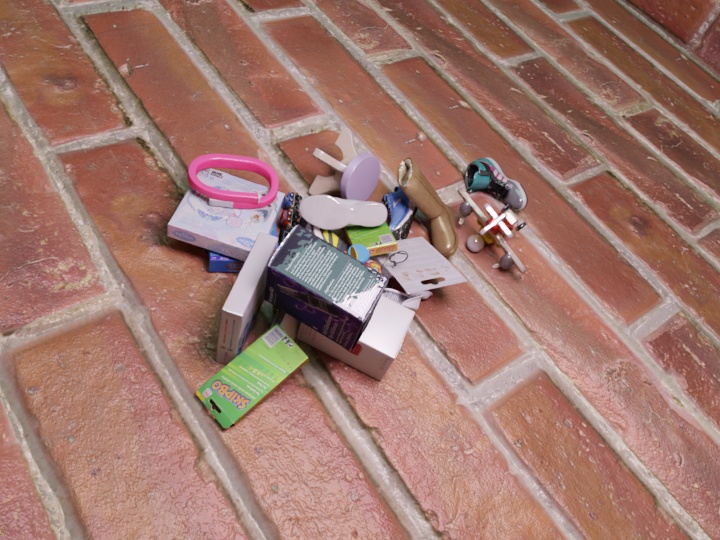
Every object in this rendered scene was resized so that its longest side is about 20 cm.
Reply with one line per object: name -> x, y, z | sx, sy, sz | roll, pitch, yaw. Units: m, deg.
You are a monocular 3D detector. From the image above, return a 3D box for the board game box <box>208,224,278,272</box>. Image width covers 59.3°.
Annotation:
board game box -> -0.264, -0.087, 1.411 | 0.151, 0.045, 0.201 | 1, 52, -18

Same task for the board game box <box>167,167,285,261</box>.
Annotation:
board game box -> -0.286, -0.122, 1.372 | 0.199, 0.044, 0.200 | 19, 47, -3

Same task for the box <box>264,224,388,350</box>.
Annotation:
box -> -0.067, 0.034, 1.159 | 0.199, 0.148, 0.105 | 29, 61, 6

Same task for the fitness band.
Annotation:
fitness band -> -0.278, -0.199, 1.387 | 0.198, 0.038, 0.144 | 5, 49, -18

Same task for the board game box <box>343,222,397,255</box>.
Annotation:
board game box -> 0.014, -0.094, 1.463 | 0.095, 0.030, 0.200 | -11, 35, -8

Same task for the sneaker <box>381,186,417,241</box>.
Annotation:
sneaker -> 0.088, -0.141, 1.566 | 0.088, 0.079, 0.201 | 16, 43, 8

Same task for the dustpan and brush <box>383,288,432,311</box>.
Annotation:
dustpan and brush -> 0.098, 0.061, 1.396 | 0.199, 0.139, 0.058 | 15, 80, -48

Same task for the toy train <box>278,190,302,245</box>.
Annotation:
toy train -> -0.165, -0.116, 1.464 | 0.045, 0.034, 0.201 | 15, 44, -13

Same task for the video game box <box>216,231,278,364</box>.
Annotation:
video game box -> -0.220, 0.056, 1.224 | 0.046, 0.183, 0.201 | 18, 49, 0

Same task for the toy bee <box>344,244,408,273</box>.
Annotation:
toy bee -> 0.000, 0.000, 1.311 | 0.198, 0.131, 0.109 | -10, 51, 8

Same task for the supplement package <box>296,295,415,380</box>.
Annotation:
supplement package -> -0.011, 0.112, 1.285 | 0.199, 0.122, 0.120 | 26, 56, 3

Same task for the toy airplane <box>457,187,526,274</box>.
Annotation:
toy airplane -> 0.319, -0.095, 1.556 | 0.199, 0.141, 0.201 | 36, 26, -32

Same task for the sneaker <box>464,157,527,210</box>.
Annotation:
sneaker -> 0.352, -0.232, 1.709 | 0.120, 0.084, 0.200 | -13, 50, -33

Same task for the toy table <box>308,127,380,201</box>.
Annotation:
toy table -> -0.036, -0.244, 1.537 | 0.117, 0.200, 0.185 | 31, 83, 16

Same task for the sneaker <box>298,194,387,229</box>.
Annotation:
sneaker -> -0.043, -0.134, 1.437 | 0.198, 0.076, 0.089 | 5, 14, -12

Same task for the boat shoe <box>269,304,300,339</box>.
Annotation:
boat shoe -> -0.147, 0.074, 1.312 | 0.060, 0.072, 0.203 | 12, 54, 19

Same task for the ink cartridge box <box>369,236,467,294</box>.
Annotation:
ink cartridge box -> 0.122, -0.001, 1.436 | 0.161, 0.050, 0.200 | -10, 39, -26

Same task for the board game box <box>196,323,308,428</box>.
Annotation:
board game box -> -0.202, 0.198, 1.188 | 0.200, 0.030, 0.096 | -39, 71, -20

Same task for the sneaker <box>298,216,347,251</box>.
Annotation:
sneaker -> -0.080, -0.056, 1.445 | 0.084, 0.075, 0.201 | 1, 53, -40

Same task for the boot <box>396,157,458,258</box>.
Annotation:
boot -> 0.157, -0.146, 1.516 | 0.200, 0.066, 0.176 | 44, 31, -40
